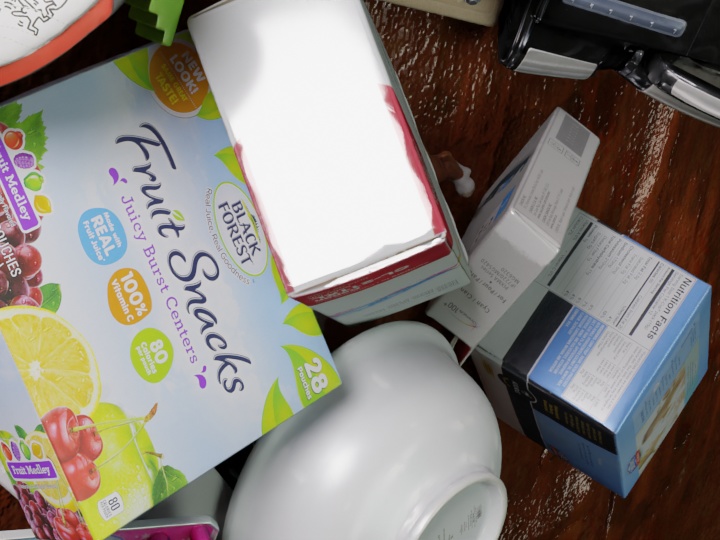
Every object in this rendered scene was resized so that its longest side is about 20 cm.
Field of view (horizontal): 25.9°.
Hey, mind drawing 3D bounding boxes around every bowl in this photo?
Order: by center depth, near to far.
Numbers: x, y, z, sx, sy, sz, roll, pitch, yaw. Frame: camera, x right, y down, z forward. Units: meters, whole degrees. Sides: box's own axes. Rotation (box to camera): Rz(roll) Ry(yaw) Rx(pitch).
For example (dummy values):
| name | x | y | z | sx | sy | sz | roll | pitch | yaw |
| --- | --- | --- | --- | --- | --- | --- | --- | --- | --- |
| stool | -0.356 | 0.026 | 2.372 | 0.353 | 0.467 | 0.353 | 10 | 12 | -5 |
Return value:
| name | x | y | z | sx | sy | sz | roll | pitch | yaw |
| --- | --- | --- | --- | --- | --- | --- | --- | --- | --- |
| bowl | 0.021 | 0.138 | 0.904 | 0.200 | 0.090 | 0.203 | -33 | 139 | -33 |

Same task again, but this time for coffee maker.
| name | x | y | z | sx | sy | sz | roll | pitch | yaw |
| --- | --- | --- | --- | --- | --- | --- | --- | --- | --- |
| coffee maker | 0.207 | -0.195 | 1.008 | 0.198 | 0.135 | 0.194 | 16 | 102 | -11 |

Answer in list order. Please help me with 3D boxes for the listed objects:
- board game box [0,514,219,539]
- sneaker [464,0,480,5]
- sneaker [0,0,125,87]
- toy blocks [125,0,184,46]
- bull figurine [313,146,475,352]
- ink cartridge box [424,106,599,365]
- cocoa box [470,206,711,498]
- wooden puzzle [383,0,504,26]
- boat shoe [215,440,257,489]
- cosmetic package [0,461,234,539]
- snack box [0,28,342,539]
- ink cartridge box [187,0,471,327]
| name | x | y | z | sx | sy | sz | roll | pitch | yaw |
| --- | --- | --- | --- | --- | --- | --- | --- | --- | --- |
| board game box | -0.186 | 0.208 | 0.816 | 0.198 | 0.026 | 0.201 | 0 | 132 | -27 |
| sneaker | 0.106 | -0.245 | 0.896 | 0.200 | 0.075 | 0.114 | -49 | 148 | -14 |
| sneaker | -0.182 | -0.119 | 0.613 | 0.200 | 0.068 | 0.108 | -27 | 140 | 13 |
| toy blocks | -0.121 | -0.215 | 0.687 | 0.136 | 0.100 | 0.202 | 9 | 103 | -43 |
| bull figurine | 0.000 | 0.000 | 1.001 | 0.121 | 0.065 | 0.202 | 10 | 107 | -58 |
| ink cartridge box | 0.083 | -0.003 | 1.050 | 0.177 | 0.045 | 0.200 | -53 | -178 | 28 |
| cocoa box | 0.176 | 0.064 | 1.176 | 0.134 | 0.131 | 0.200 | -55 | 159 | -11 |
| wooden puzzle | 0.052 | -0.248 | 0.924 | 0.199 | 0.046 | 0.187 | -3 | 115 | -57 |
| boat shoe | -0.076 | 0.085 | 0.942 | 0.201 | 0.067 | 0.072 | 62 | 38 | -49 |
| cosmetic package | -0.116 | 0.155 | 0.915 | 0.090 | 0.106 | 0.200 | -52 | 142 | -14 |
| snack box | -0.119 | 0.004 | 0.769 | 0.168 | 0.067 | 0.202 | -29 | 103 | -38 |
| ink cartridge box | -0.008 | -0.055 | 0.812 | 0.082 | 0.147 | 0.200 | -22 | 171 | 4 |
